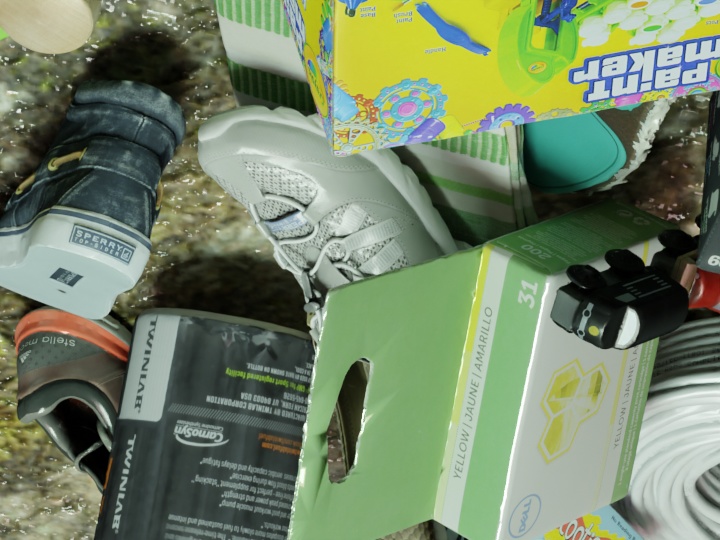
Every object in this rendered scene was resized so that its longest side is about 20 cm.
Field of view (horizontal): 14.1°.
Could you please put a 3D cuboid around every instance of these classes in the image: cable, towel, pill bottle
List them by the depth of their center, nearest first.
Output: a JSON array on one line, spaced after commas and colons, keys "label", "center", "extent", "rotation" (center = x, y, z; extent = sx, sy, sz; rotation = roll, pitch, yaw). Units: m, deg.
[{"label": "towel", "center": [0.007, -0.089, 1.315], "extent": [0.152, 0.023, 0.200], "rotation": [16, 147, 20]}, {"label": "pill bottle", "center": [-0.080, 0.126, 1.469], "extent": [0.106, 0.200, 0.106], "rotation": [10, 172, 1]}, {"label": "cable", "center": [0.216, 0.097, 1.493], "extent": [0.200, 0.069, 0.200], "rotation": [-8, 139, 24]}]

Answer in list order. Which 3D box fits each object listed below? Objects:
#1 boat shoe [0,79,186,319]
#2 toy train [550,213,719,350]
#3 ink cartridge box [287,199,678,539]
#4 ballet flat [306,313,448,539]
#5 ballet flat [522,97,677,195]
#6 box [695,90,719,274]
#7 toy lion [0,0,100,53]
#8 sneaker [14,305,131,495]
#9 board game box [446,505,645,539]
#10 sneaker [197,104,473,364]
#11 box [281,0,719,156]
[{"label": "boat shoe", "center": [-0.132, -0.034, 1.410], "extent": [0.071, 0.091, 0.200], "rotation": [23, 167, -16]}, {"label": "toy train", "center": [0.161, -0.002, 1.307], "extent": [0.046, 0.200, 0.034], "rotation": [35, 126, 31]}, {"label": "ink cartridge box", "center": [0.057, 0.058, 1.311], "extent": [0.048, 0.200, 0.146], "rotation": [26, 119, 33]}, {"label": "ballet flat", "center": [0.001, 0.076, 1.415], "extent": [0.046, 0.200, 0.067], "rotation": [-9, 164, -15]}, {"label": "ballet flat", "center": [0.120, -0.087, 1.275], "extent": [0.072, 0.072, 0.200], "rotation": [18, 160, -11]}, {"label": "box", "center": [0.228, -0.084, 1.230], "extent": [0.122, 0.106, 0.200], "rotation": [13, 141, -3]}, {"label": "toy lion", "center": [-0.215, -0.153, 1.284], "extent": [0.192, 0.069, 0.200], "rotation": [36, 136, -20]}, {"label": "sneaker", "center": [-0.115, 0.101, 1.557], "extent": [0.200, 0.082, 0.077], "rotation": [36, 135, -29]}, {"label": "board game box", "center": [0.042, 0.190, 1.468], "extent": [0.103, 0.200, 0.105], "rotation": [6, 149, 51]}, {"label": "sneaker", "center": [0.000, 0.000, 1.344], "extent": [0.200, 0.082, 0.075], "rotation": [39, 150, -21]}, {"label": "box", "center": [0.072, -0.164, 1.089], "extent": [0.200, 0.122, 0.193], "rotation": [-10, 138, -11]}]
